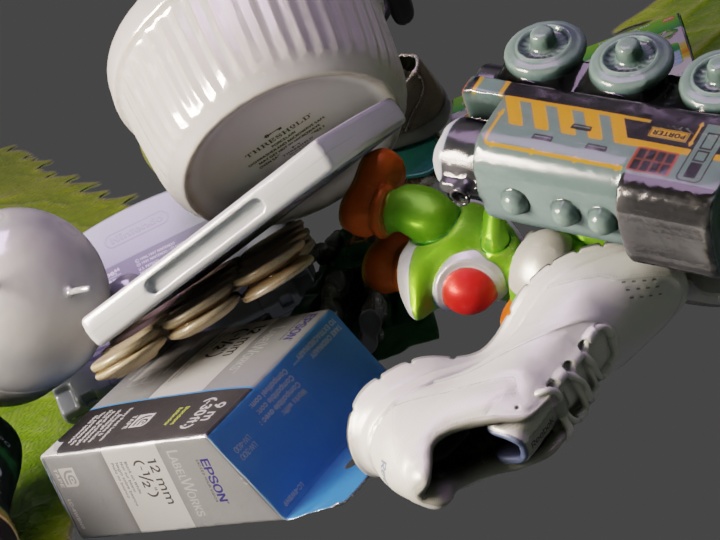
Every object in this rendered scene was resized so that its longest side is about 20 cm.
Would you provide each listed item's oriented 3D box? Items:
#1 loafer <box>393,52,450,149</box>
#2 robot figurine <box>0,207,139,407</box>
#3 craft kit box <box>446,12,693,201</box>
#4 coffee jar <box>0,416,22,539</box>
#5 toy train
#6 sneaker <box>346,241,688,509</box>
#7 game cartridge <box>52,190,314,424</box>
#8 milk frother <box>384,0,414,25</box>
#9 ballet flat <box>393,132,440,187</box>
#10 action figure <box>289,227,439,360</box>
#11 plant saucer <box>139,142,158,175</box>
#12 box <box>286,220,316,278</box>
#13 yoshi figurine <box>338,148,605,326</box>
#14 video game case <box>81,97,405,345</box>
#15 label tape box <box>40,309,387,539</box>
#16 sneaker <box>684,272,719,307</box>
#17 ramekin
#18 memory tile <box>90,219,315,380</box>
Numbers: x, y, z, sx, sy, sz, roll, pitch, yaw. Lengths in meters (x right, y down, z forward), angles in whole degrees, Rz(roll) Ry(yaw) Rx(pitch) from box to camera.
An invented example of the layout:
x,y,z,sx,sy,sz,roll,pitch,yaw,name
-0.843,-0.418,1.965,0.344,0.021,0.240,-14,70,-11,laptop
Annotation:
x,y,z,sx,sy,sz,roll,pitch,yaw,name
-0.030,-0.119,1.301,0.198,0.070,0.076,-22,46,-4,loafer
-0.221,0.025,1.071,0.168,0.114,0.200,-10,-7,-19,robot figurine
0.162,-0.119,1.276,0.198,0.049,0.198,-20,22,14,craft kit box
-0.254,0.141,0.995,0.086,0.104,0.200,-55,18,7,coffee jar
0.133,-0.065,0.882,0.198,0.086,0.114,15,53,32,toy train
0.092,0.060,0.865,0.199,0.075,0.087,-35,29,-6,sneaker
-0.141,0.011,1.201,0.198,0.041,0.134,-25,62,-3,game cartridge
-0.051,-0.298,1.789,0.179,0.190,0.200,-27,19,-11,milk frother
-0.010,-0.093,1.365,0.198,0.064,0.076,13,64,27,ballet flat
0.000,0.000,1.136,0.117,0.055,0.201,-8,25,10,action figure
-0.090,-0.125,1.433,0.198,0.201,0.031,-24,55,1,plant saucer
-0.141,0.006,1.302,0.198,0.051,0.158,-25,18,-3,box
0.094,-0.023,0.997,0.198,0.113,0.112,15,12,34,yoshi figurine
-0.065,-0.034,1.029,0.181,0.023,0.200,-36,3,18,video game case
-0.066,0.085,0.975,0.198,0.067,0.143,-13,20,37,label tape box
0.237,-0.052,0.936,0.199,0.083,0.074,-38,22,-26,sneaker
-0.062,-0.119,1.131,0.198,0.201,0.106,-25,61,-2,ramekin
-0.095,0.017,1.066,0.152,0.017,0.200,-31,6,1,memory tile
